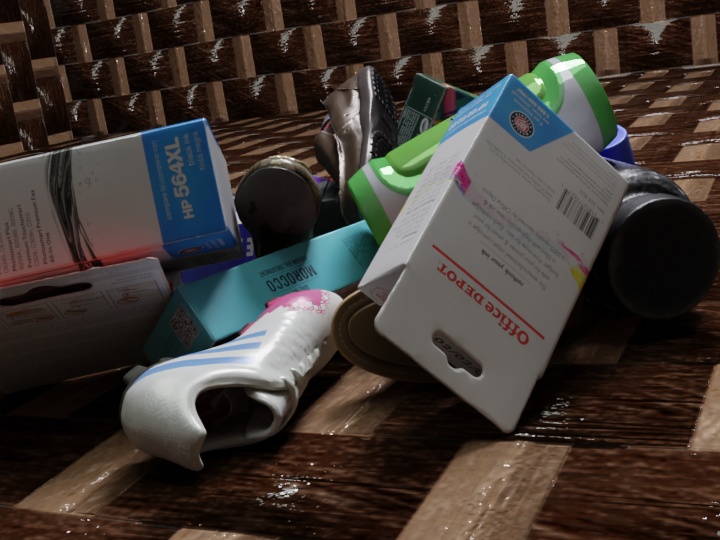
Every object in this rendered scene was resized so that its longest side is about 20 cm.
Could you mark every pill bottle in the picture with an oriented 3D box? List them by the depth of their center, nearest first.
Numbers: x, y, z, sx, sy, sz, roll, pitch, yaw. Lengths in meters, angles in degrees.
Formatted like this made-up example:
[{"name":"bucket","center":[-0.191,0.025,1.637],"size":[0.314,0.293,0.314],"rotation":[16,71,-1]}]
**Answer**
[{"name":"pill bottle","center":[0.192,-0.029,0.780],"size":[0.110,0.113,0.200],"rotation":[-10,13,-7]}]

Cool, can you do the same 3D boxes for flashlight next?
[{"name":"flashlight","center":[-0.020,-0.097,0.994],"size":[0.068,0.068,0.201],"rotation":[-48,15,32]}]

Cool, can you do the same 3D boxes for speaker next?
[{"name":"speaker","center":[0.092,-0.084,0.769],"size":[0.198,0.089,0.089],"rotation":[-29,14,2]}]

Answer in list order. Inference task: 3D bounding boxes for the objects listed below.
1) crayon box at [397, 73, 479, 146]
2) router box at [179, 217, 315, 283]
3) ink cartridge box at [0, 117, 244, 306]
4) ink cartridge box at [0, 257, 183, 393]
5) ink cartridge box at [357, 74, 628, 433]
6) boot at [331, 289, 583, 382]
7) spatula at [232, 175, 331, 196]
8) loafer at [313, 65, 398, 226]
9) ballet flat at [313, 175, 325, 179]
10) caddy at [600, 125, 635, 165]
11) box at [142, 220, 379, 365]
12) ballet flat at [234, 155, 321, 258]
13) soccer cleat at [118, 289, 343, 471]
[{"name":"crayon box","center":[0.116,-0.119,1.061],"size":[0.199,0.128,0.051],"rotation":[8,19,-45]},{"name":"router box","center":[-0.160,-0.031,0.946],"size":[0.178,0.050,0.199],"rotation":[8,9,34]},{"name":"ink cartridge box","center":[-0.193,-0.035,0.728],"size":[0.197,0.085,0.146],"rotation":[-12,-5,-4]},{"name":"ink cartridge box","center":[-0.210,0.026,0.726],"size":[0.159,0.051,0.200],"rotation":[-12,-23,-6]},{"name":"ink cartridge box","center":[0.079,-0.007,0.639],"size":[0.201,0.115,0.068],"rotation":[-59,16,-26]},{"name":"boot","center":[0.046,0.026,0.751],"size":[0.198,0.075,0.154],"rotation":[-4,10,-25]},{"name":"spatula","center":[-0.090,-0.079,1.020],"size":[0.198,0.021,0.056],"rotation":[-11,26,-29]},{"name":"loafer","center":[-0.003,-0.100,0.905],"size":[0.070,0.073,0.201],"rotation":[-22,39,20]},{"name":"ballet flat","center":[-0.023,-0.055,1.096],"size":[0.067,0.069,0.199],"rotation":[-14,23,-35]},{"name":"caddy","center":[0.179,-0.068,0.973],"size":[0.198,0.106,0.142],"rotation":[4,39,31]},{"name":"box","center":[-0.064,0.026,0.770],"size":[0.199,0.049,0.082],"rotation":[-22,-22,-45]},{"name":"ballet flat","center":[-0.060,-0.042,0.803],"size":[0.066,0.047,0.201],"rotation":[13,-24,5]},{"name":"soccer cleat","center":[-0.061,0.073,0.653],"size":[0.086,0.071,0.199],"rotation":[22,32,35]}]
